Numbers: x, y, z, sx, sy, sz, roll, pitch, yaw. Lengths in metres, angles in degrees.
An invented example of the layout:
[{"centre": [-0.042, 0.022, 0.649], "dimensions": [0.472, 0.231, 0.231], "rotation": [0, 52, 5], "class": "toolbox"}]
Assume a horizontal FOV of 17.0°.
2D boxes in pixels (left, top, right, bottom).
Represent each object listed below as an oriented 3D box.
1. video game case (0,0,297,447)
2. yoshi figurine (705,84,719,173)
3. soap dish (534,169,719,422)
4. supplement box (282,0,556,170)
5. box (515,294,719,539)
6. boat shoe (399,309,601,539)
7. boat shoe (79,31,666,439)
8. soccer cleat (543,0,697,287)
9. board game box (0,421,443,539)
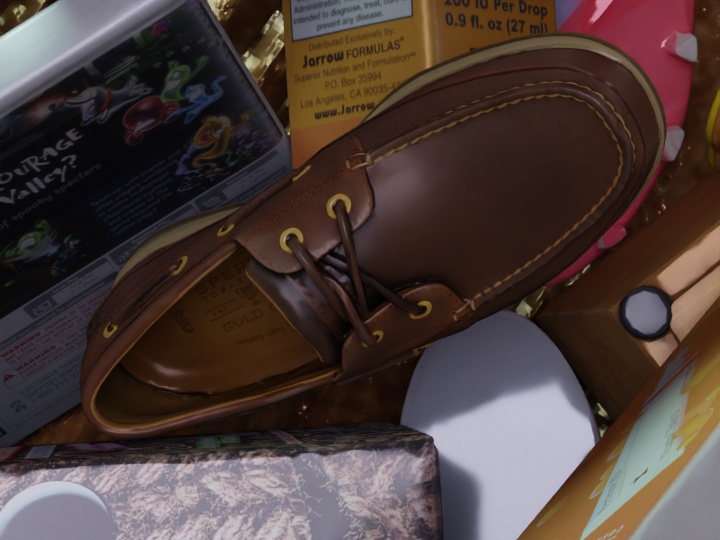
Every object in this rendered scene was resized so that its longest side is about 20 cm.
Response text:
[{"centre": [-0.114, -0.001, 0.744], "dimensions": [0.199, 0.182, 0.023], "rotation": [-32, 64, 0], "class": "video game case"}, {"centre": [0.209, -0.044, 0.702], "dimensions": [0.199, 0.113, 0.112], "rotation": [16, 45, 19], "class": "yoshi figurine"}, {"centre": [0.181, 0.013, 0.771], "dimensions": [0.200, 0.081, 0.158], "rotation": [-38, 84, 0], "class": "soap dish"}, {"centre": [0.016, -0.125, 0.758], "dimensions": [0.069, 0.066, 0.202], "rotation": [-9, 85, 44], "class": "supplement box"}, {"centre": [0.116, 0.065, 0.621], "dimensions": [0.097, 0.124, 0.200], "rotation": [45, 55, -1], "class": "box"}, {"centre": [0.055, 0.114, 0.782], "dimensions": [0.068, 0.057, 0.202], "rotation": [-11, 84, 4], "class": "boat shoe"}, {"centre": [-0.001, 0.000, 0.694], "dimensions": [0.199, 0.068, 0.072], "rotation": [-27, 106, 29], "class": "boat shoe"}, {"centre": [0.077, -0.094, 0.804], "dimensions": [0.066, 0.076, 0.201], "rotation": [10, 102, -23], "class": "soccer cleat"}, {"centre": [-0.076, 0.131, 0.703], "dimensions": [0.198, 0.097, 0.161], "rotation": [-4, 88, -7], "class": "board game box"}]
